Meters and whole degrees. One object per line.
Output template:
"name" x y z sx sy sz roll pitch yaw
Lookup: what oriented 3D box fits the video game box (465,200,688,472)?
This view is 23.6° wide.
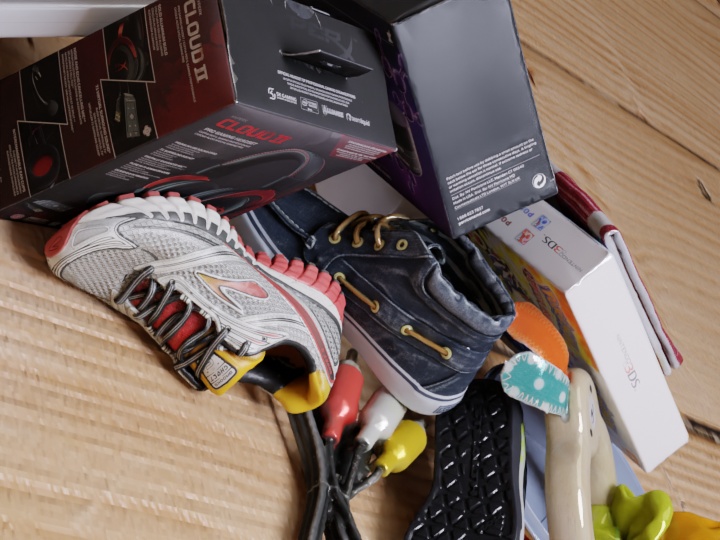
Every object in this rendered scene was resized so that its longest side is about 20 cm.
"video game box" 0.127 0.021 1.159 0.182 0.047 0.201 41 -14 46

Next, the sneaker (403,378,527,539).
"sneaker" 0.074 0.157 1.058 0.201 0.071 0.083 -72 156 -43

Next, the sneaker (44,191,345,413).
"sneaker" -0.085 0.020 0.962 0.199 0.078 0.083 24 48 -33

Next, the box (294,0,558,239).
"box" 0.031 -0.126 1.059 0.200 0.078 0.142 -136 -153 -60

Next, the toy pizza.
"toy pizza" 0.144 0.156 1.225 0.200 0.032 0.201 39 29 -26

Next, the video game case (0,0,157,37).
"video game case" -0.186 -0.181 0.963 0.198 0.023 0.183 -3 37 -25

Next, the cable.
"cable" -0.010 0.114 0.997 0.097 0.050 0.200 43 25 -13

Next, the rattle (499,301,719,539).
"rattle" 0.171 0.114 1.065 0.130 0.142 0.202 -32 118 -52

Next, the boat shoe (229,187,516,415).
"boat shoe" 0.007 -0.012 1.054 0.200 0.091 0.071 44 36 11

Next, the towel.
"towel" 0.143 -0.031 1.158 0.144 0.023 0.200 58 -3 -39

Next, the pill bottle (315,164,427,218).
"pill bottle" 0.056 -0.062 1.270 0.199 0.112 0.113 10 47 -56

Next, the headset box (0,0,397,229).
"headset box" -0.087 -0.084 0.939 0.148 0.199 0.076 10 64 -56
